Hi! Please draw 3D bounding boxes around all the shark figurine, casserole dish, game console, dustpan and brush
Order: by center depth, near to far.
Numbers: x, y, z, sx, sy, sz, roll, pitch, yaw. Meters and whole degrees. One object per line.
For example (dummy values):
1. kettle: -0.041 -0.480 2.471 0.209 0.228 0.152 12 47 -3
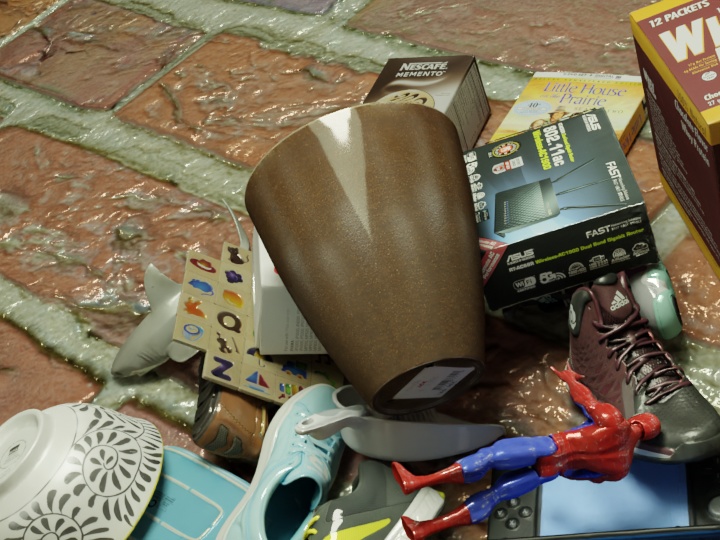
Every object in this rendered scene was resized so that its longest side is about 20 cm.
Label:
1. game console: 0.177 0.158 0.886 0.198 0.119 0.171 -8 41 18
2. dustpan and brush: 0.014 0.120 0.982 0.139 0.058 0.199 13 20 36
3. casserole dish: -0.153 0.213 1.050 0.199 0.039 0.121 18 53 41
4. shark figurine: -0.173 0.014 1.225 0.215 0.090 0.128 -49 20 -21

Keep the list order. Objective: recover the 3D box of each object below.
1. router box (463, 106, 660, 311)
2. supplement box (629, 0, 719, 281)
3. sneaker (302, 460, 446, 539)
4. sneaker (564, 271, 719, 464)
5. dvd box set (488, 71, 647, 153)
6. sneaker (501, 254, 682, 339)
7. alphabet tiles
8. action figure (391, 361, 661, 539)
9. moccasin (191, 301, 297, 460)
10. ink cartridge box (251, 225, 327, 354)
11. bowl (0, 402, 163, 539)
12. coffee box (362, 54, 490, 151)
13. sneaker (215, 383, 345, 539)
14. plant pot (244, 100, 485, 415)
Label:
1. router box: 0.168 -0.060 1.081 0.149 0.062 0.201 -17 30 9
2. supplement box: 0.341 -0.120 1.060 0.132 0.201 0.198 -19 38 5
3. sneaker: -0.017 0.227 0.923 0.084 0.075 0.200 33 51 16
4. sneaker: 0.207 0.065 0.940 0.075 0.116 0.200 -16 19 -15
5. dvd box set: 0.211 -0.136 1.280 0.145 0.030 0.200 10 49 35
6. sneaker: 0.194 0.017 1.083 0.139 0.078 0.200 -23 29 3
7. alphabet tiles: -0.091 0.049 1.138 0.165 0.006 0.201 21 34 -15
8. action figure: 0.115 0.127 0.878 0.198 0.066 0.099 -13 19 -11
9. moccasin: -0.105 0.096 1.129 0.074 0.077 0.202 -54 20 23
10. ink cartridge box: 0.000 0.000 1.132 0.198 0.083 0.147 0 39 -7
11. bowl: -0.277 0.183 1.058 0.200 0.094 0.201 -30 31 20
12. coffee box: 0.054 -0.144 1.325 0.112 0.080 0.201 2 45 29
13. sneaker: -0.045 0.170 0.996 0.082 0.074 0.201 -30 27 46
14. plant pot: 0.023 0.004 0.961 0.186 0.187 0.201 -21 63 2
